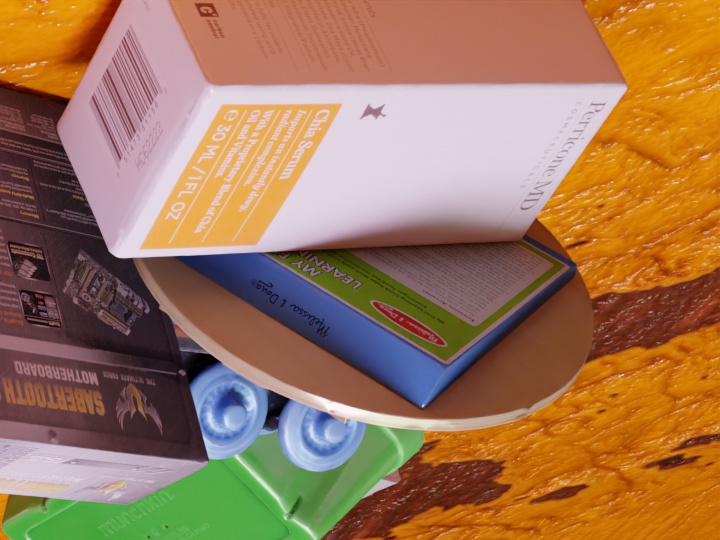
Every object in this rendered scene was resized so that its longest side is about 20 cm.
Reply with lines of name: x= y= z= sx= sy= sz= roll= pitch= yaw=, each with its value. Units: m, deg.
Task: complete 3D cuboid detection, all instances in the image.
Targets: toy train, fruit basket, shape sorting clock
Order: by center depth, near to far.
shape sorting clock: x=0.000 y=0.000 z=1.228 sx=0.199 sy=0.200 sz=0.039 roll=-2 pitch=128 yaw=-35
toy train: x=-0.067 y=0.022 z=1.351 sx=0.199 sy=0.115 sz=0.087 roll=9 pitch=-171 yaw=-33
fruit basket: x=-0.062 y=0.078 z=1.536 sx=0.215 sy=0.156 sz=0.216 roll=-40 pitch=-164 yaw=13

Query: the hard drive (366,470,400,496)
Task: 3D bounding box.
hard drive: x=-0.091 y=0.147 z=1.828 sx=0.199 sy=0.026 sz=0.132 roll=-24 pitch=160 yaw=21

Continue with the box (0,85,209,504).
box: x=-0.152 y=0.004 z=1.152 sx=0.048 sy=0.159 sz=0.200 roll=-26 pitch=160 yaw=29

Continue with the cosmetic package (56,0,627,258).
cosmetic package: x=-0.006 y=-0.065 z=1.178 sx=0.199 sy=0.072 sz=0.102 roll=-4 pitch=143 yaw=-34
